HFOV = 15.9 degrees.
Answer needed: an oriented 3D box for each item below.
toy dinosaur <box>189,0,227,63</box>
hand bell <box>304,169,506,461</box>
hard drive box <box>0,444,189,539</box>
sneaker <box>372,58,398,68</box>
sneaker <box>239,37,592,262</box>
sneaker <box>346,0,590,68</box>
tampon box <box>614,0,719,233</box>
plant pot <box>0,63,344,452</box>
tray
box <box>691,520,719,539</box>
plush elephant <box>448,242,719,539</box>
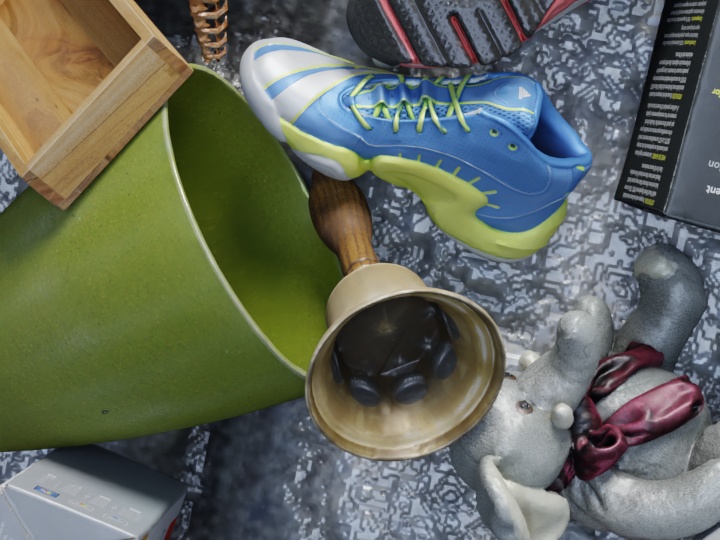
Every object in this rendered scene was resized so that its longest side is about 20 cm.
[{"bbox_3d":[-0.077,-0.219,1.368,0.102,0.136,0.200,33,113,19],"label":"toy dinosaur"},{"bbox_3d":[0.000,0.000,1.364,0.104,0.200,0.104,-8,125,-11],"label":"hand bell"},{"bbox_3d":[-0.164,0.183,1.371,0.077,0.200,0.156,21,95,2],"label":"hard drive box"},{"bbox_3d":[0.063,-0.208,1.400,0.112,0.073,0.201,4,93,2],"label":"sneaker"},{"bbox_3d":[0.038,-0.087,1.378,0.200,0.076,0.105,28,132,-20],"label":"sneaker"},{"bbox_3d":[0.090,-0.155,1.368,0.200,0.087,0.074,-21,90,-1],"label":"sneaker"},{"bbox_3d":[0.239,-0.111,1.359,0.149,0.126,0.201,14,94,-7],"label":"tampon box"},{"bbox_3d":[-0.134,0.018,1.386,0.200,0.187,0.187,-27,91,18],"label":"plant pot"},{"bbox_3d":[-0.165,-0.119,1.367,0.099,0.200,0.037,-46,128,5],"label":"tray"},{"bbox_3d":[0.277,0.151,1.303,0.199,0.200,0.131,-40,97,-32],"label":"box"},{"bbox_3d":[0.114,0.078,1.362,0.200,0.155,0.165,-50,46,19],"label":"plush elephant"}]
